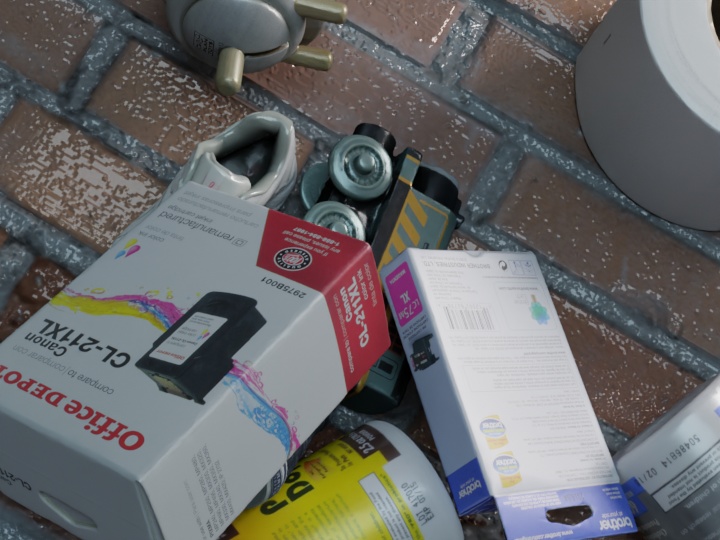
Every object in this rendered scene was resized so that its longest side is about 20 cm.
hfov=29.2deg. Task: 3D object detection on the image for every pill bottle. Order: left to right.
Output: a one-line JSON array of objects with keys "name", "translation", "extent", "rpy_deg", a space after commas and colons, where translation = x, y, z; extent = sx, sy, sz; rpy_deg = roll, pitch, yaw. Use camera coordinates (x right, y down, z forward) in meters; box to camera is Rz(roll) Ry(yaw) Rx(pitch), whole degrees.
[{"name": "pill bottle", "translation": [-0.043, 0.183, 0.838], "extent": [0.199, 0.109, 0.110], "rpy_deg": [-29, 78, -19]}, {"name": "pill bottle", "translation": [0.258, 0.178, 0.896], "extent": [0.113, 0.114, 0.200], "rpy_deg": [-35, 80, -20]}]

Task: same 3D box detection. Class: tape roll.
[{"name": "tape roll", "translation": [0.272, -0.147, 0.999], "extent": [0.201, 0.139, 0.204], "rpy_deg": [4, 71, -11]}]

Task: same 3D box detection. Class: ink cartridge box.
[{"name": "ink cartridge box", "translation": [-0.100, 0.054, 0.772], "extent": [0.145, 0.083, 0.200], "rpy_deg": [19, 48, 31]}, {"name": "ink cartridge box", "translation": [0.093, 0.081, 0.873], "extent": [0.119, 0.042, 0.201], "rpy_deg": [2, 59, -40]}]

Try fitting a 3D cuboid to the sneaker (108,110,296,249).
[{"name": "sneaker", "translation": [-0.111, -0.034, 0.906], "extent": [0.078, 0.099, 0.201], "rpy_deg": [33, 68, 2]}]

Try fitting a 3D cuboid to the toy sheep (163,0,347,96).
[{"name": "toy sheep", "translation": [-0.074, -0.202, 0.957], "extent": [0.137, 0.138, 0.201], "rpy_deg": [11, 52, -7]}]

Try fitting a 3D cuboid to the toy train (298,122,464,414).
[{"name": "toy train", "translation": [0.000, 0.000, 0.931], "extent": [0.113, 0.085, 0.201], "rpy_deg": [28, 65, -15]}]

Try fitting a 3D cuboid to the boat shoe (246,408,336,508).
[{"name": "boat shoe", "translation": [-0.116, 0.089, 0.865], "extent": [0.199, 0.071, 0.091], "rpy_deg": [12, 31, 27]}]
